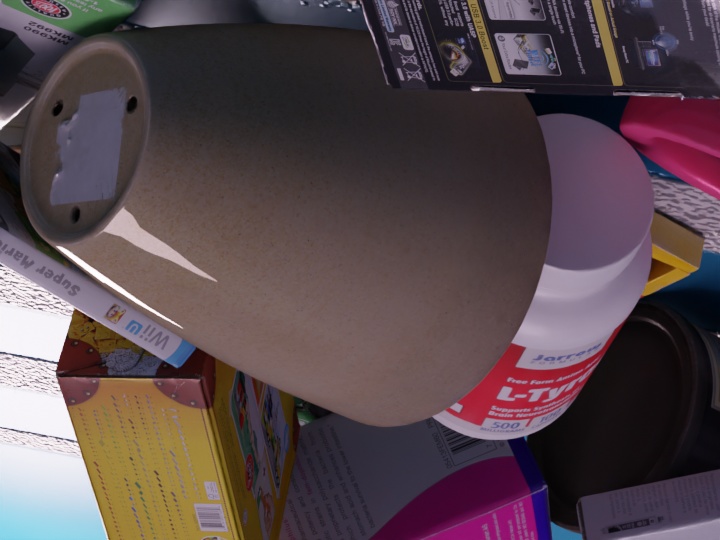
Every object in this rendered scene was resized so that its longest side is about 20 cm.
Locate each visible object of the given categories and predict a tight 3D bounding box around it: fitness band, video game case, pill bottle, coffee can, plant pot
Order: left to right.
[{"bbox_3d":[-0.173,-0.037,0.983,0.200,0.018,0.143,34,-171,-42],"label":"video game case"},{"bbox_3d":[-0.046,-0.036,0.961,0.187,0.189,0.199,-8,164,44],"label":"plant pot"},{"bbox_3d":[0.085,0.004,1.094,0.111,0.113,0.200,15,154,-2],"label":"pill bottle"},{"bbox_3d":[0.223,0.122,1.316,0.199,0.147,0.146,26,156,-30],"label":"coffee can"},{"bbox_3d":[0.211,-0.040,0.984,0.199,0.038,0.143,25,179,40],"label":"fitness band"}]

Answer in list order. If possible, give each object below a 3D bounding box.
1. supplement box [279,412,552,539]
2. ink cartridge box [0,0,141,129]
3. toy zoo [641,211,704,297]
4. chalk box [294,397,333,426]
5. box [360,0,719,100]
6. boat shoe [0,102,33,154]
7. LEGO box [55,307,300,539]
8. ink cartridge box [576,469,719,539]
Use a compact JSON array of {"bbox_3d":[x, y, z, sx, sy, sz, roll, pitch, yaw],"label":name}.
[{"bbox_3d":[0.004,0.148,1.263,0.199,0.102,0.104,-21,147,-5],"label":"supplement box"},{"bbox_3d":[-0.187,-0.149,0.965,0.145,0.085,0.200,22,158,-20],"label":"ink cartridge box"},{"bbox_3d":[0.106,-0.014,1.217,0.130,0.021,0.200,21,158,-17],"label":"toy zoo"},{"bbox_3d":[-0.054,0.045,1.329,0.123,0.125,0.200,3,156,26],"label":"chalk box"},{"bbox_3d":[0.062,-0.152,0.756,0.160,0.049,0.201,5,135,28],"label":"box"},{"bbox_3d":[-0.149,-0.084,1.136,0.199,0.070,0.074,1,161,-32],"label":"boat shoe"},{"bbox_3d":[-0.091,0.070,1.136,0.077,0.149,0.201,0,134,10],"label":"LEGO box"},{"bbox_3d":[0.241,0.181,1.243,0.199,0.041,0.200,-14,137,8],"label":"ink cartridge box"}]
